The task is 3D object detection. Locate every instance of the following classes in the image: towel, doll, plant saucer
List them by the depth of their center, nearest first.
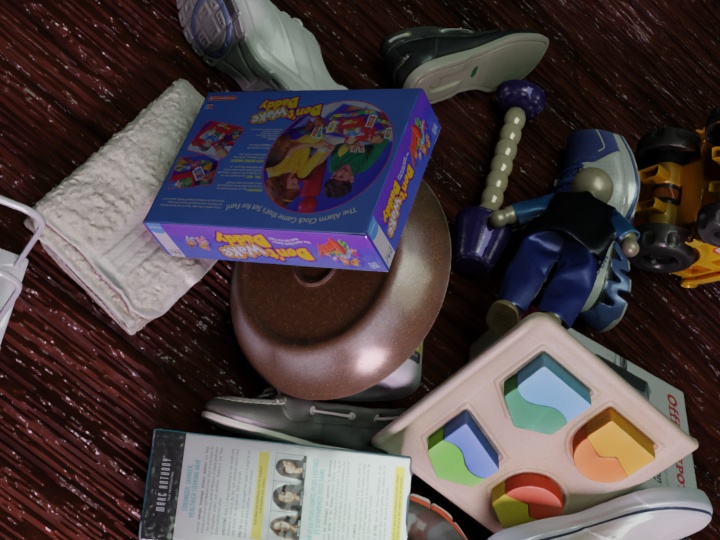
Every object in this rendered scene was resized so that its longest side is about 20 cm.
[{"bbox_3d":[-0.027,-0.003,0.882,0.037,0.198,0.203,36,53,-55],"label":"plant saucer"},{"bbox_3d":[-0.163,-0.056,0.932,0.133,0.034,0.200,45,58,-10],"label":"towel"},{"bbox_3d":[0.176,-0.024,1.009,0.135,0.049,0.201,17,52,23],"label":"doll"}]

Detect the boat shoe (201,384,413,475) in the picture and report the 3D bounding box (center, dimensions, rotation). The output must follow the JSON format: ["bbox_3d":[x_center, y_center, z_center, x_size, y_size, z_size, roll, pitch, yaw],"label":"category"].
[{"bbox_3d":[-0.035,0.118,0.925,0.198,0.067,0.058,19,76,-29],"label":"boat shoe"}]

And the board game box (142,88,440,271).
[{"bbox_3d":[-0.053,-0.073,0.870,0.045,0.198,0.135,56,47,-47],"label":"board game box"}]

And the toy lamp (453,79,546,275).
[{"bbox_3d":[0.130,-0.089,1.090,0.058,0.058,0.202,27,61,-18],"label":"toy lamp"}]

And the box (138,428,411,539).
[{"bbox_3d":[-0.063,0.175,0.867,0.197,0.049,0.083,7,70,-6],"label":"box"}]

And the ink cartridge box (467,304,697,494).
[{"bbox_3d":[0.195,0.140,1.010,0.199,0.084,0.145,29,40,-19],"label":"ink cartridge box"}]

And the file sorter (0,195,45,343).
[{"bbox_3d":[-0.310,0.045,0.766,0.138,0.124,0.202,21,65,-20],"label":"file sorter"}]

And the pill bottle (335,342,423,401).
[{"bbox_3d":[0.000,0.000,0.956,0.111,0.112,0.202,14,68,-24],"label":"pill bottle"}]

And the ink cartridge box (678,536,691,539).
[{"bbox_3d":[0.212,0.334,0.948,0.198,0.050,0.162,-22,84,-3],"label":"ink cartridge box"}]

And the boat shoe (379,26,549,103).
[{"bbox_3d":[0.106,-0.214,1.111,0.199,0.072,0.068,-17,58,-37],"label":"boat shoe"}]

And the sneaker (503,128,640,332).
[{"bbox_3d":[0.200,-0.050,1.101,0.114,0.080,0.202,14,69,-26],"label":"sneaker"}]

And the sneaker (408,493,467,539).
[{"bbox_3d":[0.064,0.245,0.909,0.199,0.082,0.078,31,102,-7],"label":"sneaker"}]

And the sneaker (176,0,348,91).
[{"bbox_3d":[-0.088,-0.201,1.009,0.201,0.074,0.087,55,46,-10],"label":"sneaker"}]

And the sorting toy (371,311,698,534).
[{"bbox_3d":[0.136,0.140,0.896,0.199,0.185,0.037,36,31,-22],"label":"sorting toy"}]

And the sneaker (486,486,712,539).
[{"bbox_3d":[0.196,0.229,0.910,0.198,0.073,0.071,-13,56,-12],"label":"sneaker"}]

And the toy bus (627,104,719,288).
[{"bbox_3d":[0.373,-0.054,1.135,0.191,0.199,0.137,27,64,-27],"label":"toy bus"}]
